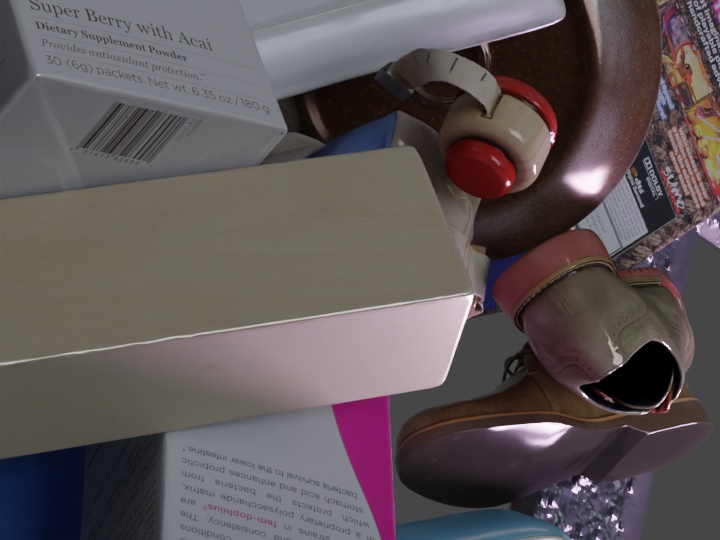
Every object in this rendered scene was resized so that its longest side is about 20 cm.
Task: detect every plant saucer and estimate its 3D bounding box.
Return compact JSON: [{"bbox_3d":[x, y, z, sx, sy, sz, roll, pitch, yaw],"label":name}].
[{"bbox_3d":[0.040,-0.098,1.195,0.037,0.200,0.201,-63,130,-76],"label":"plant saucer"}]

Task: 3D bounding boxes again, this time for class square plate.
[{"bbox_3d":[-0.031,-0.176,1.149,0.199,0.028,0.199,-16,73,-9],"label":"square plate"}]

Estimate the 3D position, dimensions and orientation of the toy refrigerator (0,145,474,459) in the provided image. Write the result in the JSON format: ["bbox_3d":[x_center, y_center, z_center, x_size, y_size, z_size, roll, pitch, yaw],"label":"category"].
[{"bbox_3d":[-0.066,0.014,0.986,0.199,0.070,0.076,-9,55,-19],"label":"toy refrigerator"}]

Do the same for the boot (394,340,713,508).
[{"bbox_3d":[0.085,0.067,1.290,0.199,0.074,0.076,-4,60,-42],"label":"boot"}]

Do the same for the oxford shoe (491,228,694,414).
[{"bbox_3d":[0.119,0.041,1.201,0.075,0.070,0.200,58,15,21],"label":"oxford shoe"}]

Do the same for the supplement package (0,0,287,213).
[{"bbox_3d":[-0.133,-0.105,1.031,0.121,0.120,0.201,9,47,-39],"label":"supplement package"}]

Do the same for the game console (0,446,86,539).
[{"bbox_3d":[-0.110,0.129,1.060,0.199,0.176,0.117,-13,118,-42],"label":"game console"}]

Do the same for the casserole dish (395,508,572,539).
[{"bbox_3d":[0.049,0.178,1.239,0.199,0.039,0.122,-4,84,-43],"label":"casserole dish"}]

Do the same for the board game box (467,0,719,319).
[{"bbox_3d":[0.114,-0.091,1.315,0.200,0.097,0.160,-30,101,-41],"label":"board game box"}]

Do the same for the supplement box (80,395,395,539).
[{"bbox_3d":[-0.050,0.110,1.027,0.101,0.104,0.201,18,40,-18],"label":"supplement box"}]

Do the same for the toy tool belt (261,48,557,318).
[{"bbox_3d":[0.000,0.000,1.127,0.125,0.200,0.123,39,55,-19],"label":"toy tool belt"}]
